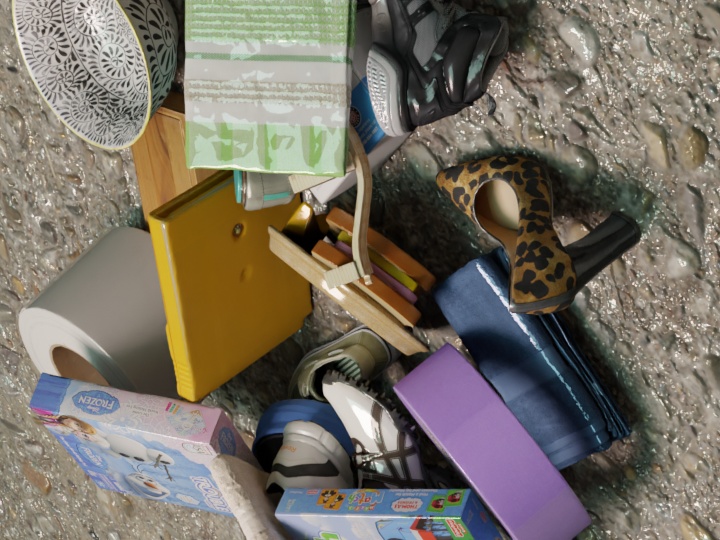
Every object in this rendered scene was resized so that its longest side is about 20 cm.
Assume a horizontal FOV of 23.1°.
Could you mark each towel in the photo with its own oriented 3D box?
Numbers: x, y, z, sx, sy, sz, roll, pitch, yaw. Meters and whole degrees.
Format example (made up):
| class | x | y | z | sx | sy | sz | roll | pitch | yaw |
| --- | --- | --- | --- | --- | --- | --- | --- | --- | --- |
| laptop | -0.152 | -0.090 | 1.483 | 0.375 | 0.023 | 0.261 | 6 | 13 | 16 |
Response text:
| class | x | y | z | sx | sy | sz | roll | pitch | yaw |
| --- | --- | --- | --- | --- | --- | --- | --- | --- | --- |
| towel | 0.148 | 0.076 | 1.537 | 0.201 | 0.048 | 0.112 | 56 | 147 | 0 |
| towel | -0.074 | -0.181 | 1.453 | 0.148 | 0.031 | 0.202 | 5 | 98 | 18 |
| towel | -0.079 | 0.247 | 1.684 | 0.133 | 0.034 | 0.200 | 58 | -174 | 23 |

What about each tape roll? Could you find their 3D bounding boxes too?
| class | x | y | z | sx | sy | sz | roll | pitch | yaw |
| --- | --- | --- | --- | --- | --- | --- | --- | --- | --- |
| tape roll | -0.242 | 0.074 | 1.860 | 0.202 | 0.139 | 0.203 | 32 | 150 | 21 |
| tape roll | 0.114 | 0.161 | 1.540 | 0.201 | 0.066 | 0.200 | 51 | 176 | 5 |

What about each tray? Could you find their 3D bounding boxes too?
| class | x | y | z | sx | sy | sz | roll | pitch | yaw |
| --- | --- | --- | --- | --- | --- | --- | --- | --- | --- |
| tray | -0.186 | -0.085 | 1.804 | 0.098 | 0.037 | 0.201 | 20 | 128 | 38 |

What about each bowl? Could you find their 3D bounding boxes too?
| class | x | y | z | sx | sy | sz | roll | pitch | yaw |
| --- | --- | --- | --- | --- | --- | --- | --- | --- | --- |
| bowl | -0.022 | 0.210 | 1.777 | 0.199 | 0.039 | 0.201 | 23 | 146 | 16 |
| bowl | -0.238 | -0.228 | 1.711 | 0.200 | 0.094 | 0.202 | 28 | 134 | 33 |

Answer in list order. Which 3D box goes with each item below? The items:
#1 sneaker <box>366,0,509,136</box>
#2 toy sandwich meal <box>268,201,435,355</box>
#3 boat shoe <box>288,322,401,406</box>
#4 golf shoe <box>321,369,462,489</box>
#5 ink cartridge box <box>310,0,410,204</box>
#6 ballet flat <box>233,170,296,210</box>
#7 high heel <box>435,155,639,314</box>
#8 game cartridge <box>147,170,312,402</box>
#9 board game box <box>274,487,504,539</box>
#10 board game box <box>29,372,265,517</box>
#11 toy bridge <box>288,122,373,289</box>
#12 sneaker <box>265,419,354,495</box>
| class | x | y | z | sx | sy | sz | roll | pitch | yaw |
| --- | --- | --- | --- | --- | --- | --- | --- | --- | --- |
| sneaker | 0.061 | -0.211 | 1.411 | 0.113 | 0.075 | 0.202 | -5 | 85 | 12 |
| toy sandwich meal | 0.000 | 0.000 | 1.597 | 0.205 | 0.070 | 0.205 | 38 | 180 | 0 |
| boat shoe | -0.031 | 0.106 | 1.745 | 0.072 | 0.062 | 0.200 | 52 | 142 | 7 |
| golf shoe | 0.019 | 0.184 | 1.643 | 0.200 | 0.094 | 0.078 | 49 | 169 | -2 |
| ink cartridge box | -0.039 | -0.183 | 1.529 | 0.201 | 0.086 | 0.146 | 53 | 142 | 6 |
| ballet flat | -0.096 | -0.131 | 1.628 | 0.068 | 0.063 | 0.201 | 95 | 165 | -46 |
| high heel | 0.107 | -0.030 | 1.429 | 0.199 | 0.142 | 0.072 | 23 | 132 | 36 |
| game cartridge | -0.120 | 0.000 | 1.674 | 0.032 | 0.176 | 0.201 | 22 | 130 | 35 |
| board game box | 0.041 | 0.255 | 1.595 | 0.199 | 0.037 | 0.152 | -4 | 134 | 35 |
| board game box | -0.203 | 0.179 | 1.758 | 0.197 | 0.044 | 0.200 | 8 | 153 | 20 |
| toy bridge | -0.026 | -0.083 | 1.475 | 0.067 | 0.027 | 0.201 | -21 | 90 | 23 |
| sneaker | -0.020 | 0.235 | 1.699 | 0.073 | 0.080 | 0.200 | -16 | 125 | 47 |
